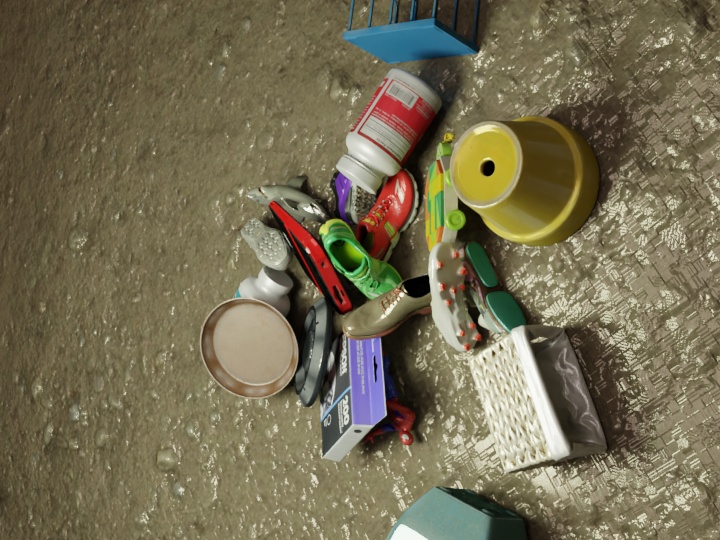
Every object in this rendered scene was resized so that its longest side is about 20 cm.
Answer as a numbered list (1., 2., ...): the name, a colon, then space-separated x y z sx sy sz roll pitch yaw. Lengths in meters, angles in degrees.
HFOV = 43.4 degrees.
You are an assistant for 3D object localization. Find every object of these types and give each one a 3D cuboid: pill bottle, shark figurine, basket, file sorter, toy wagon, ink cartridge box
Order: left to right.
1. pill bottle: -0.210 0.090 1.789 0.111 0.110 0.201 46 113 33
2. shark figurine: -0.109 -0.101 1.765 0.213 0.128 0.090 35 134 18
3. ink cartridge box: -0.018 0.202 1.583 0.200 0.043 0.201 128 146 -47
4. pill bottle: 0.046 -0.241 1.580 0.112 0.112 0.201 33 89 37
5. file sorter: 0.093 -0.450 1.582 0.198 0.138 0.125 4 83 40
6. toy wagon: 0.137 -0.129 1.511 0.155 0.039 0.204 138 132 -79
7. basket: 0.264 0.198 1.368 0.123 0.135 0.203 -32 66 35

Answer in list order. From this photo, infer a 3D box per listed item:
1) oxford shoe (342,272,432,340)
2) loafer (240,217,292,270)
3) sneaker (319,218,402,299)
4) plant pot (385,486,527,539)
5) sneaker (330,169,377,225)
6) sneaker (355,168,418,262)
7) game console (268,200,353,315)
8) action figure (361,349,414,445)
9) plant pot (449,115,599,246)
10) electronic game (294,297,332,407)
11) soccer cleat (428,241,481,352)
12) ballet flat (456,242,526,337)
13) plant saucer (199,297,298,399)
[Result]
1. oxford shoe: 0.057 0.051 1.532 0.198 0.075 0.071 -26 57 -6
2. loafer: -0.174 -0.045 1.771 0.070 0.070 0.200 -44 33 -1
3. sneaker: 0.000 0.000 1.572 0.074 0.200 0.084 -41 20 18
4. plant pot: 0.152 0.452 1.404 0.194 0.195 0.203 20 90 39
5. sneaker: -0.016 -0.184 1.685 0.099 0.069 0.204 5 86 48
6. sneaker: 0.038 -0.088 1.618 0.077 0.084 0.202 32 106 35
7. game console: -0.088 -0.021 1.650 0.031 0.201 0.177 -33 45 -9
8. action figure: 0.028 0.220 1.585 0.202 0.098 0.065 63 143 23
9. plant pot: 0.238 -0.146 1.392 0.199 0.188 0.204 -4 83 39
10. electronic game: -0.084 0.149 1.663 0.200 0.041 0.203 -168 90 -77
11. soccer cleat: 0.140 0.045 1.480 0.077 0.069 0.202 18 132 53
12. ballet flat: 0.207 0.046 1.484 0.071 0.068 0.202 -57 49 42
13. plant saucer: -0.209 0.145 1.726 0.197 0.035 0.204 4 106 13
